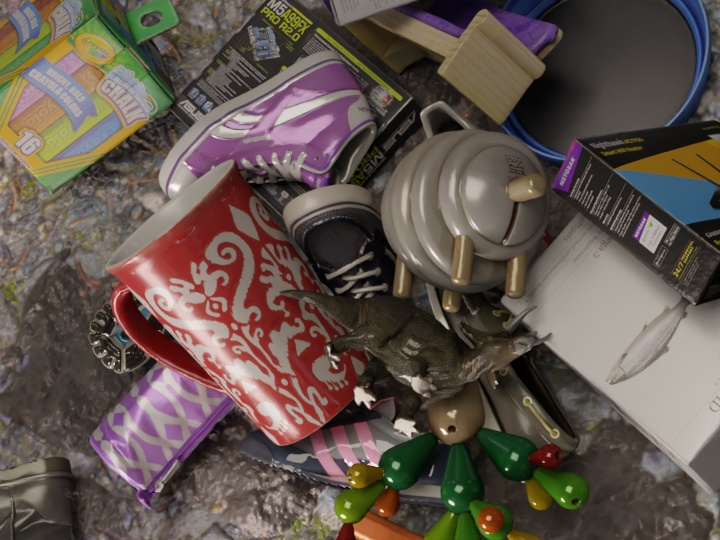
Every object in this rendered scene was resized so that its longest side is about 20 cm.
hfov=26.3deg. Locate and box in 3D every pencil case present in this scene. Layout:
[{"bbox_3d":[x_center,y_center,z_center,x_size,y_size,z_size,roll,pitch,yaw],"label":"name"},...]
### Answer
[{"bbox_3d":[-0.146,0.109,1.344,0.200,0.084,0.085,-48,51,-1],"label":"pencil case"}]

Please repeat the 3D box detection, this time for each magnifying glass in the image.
[{"bbox_3d":[0.073,0.239,1.240,0.199,0.022,0.080,22,80,26],"label":"magnifying glass"}]

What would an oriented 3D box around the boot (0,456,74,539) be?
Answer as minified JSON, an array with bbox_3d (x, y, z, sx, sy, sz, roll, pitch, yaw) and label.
[{"bbox_3d":[-0.315,0.281,1.368,0.181,0.073,0.201,-19,71,17],"label":"boot"}]

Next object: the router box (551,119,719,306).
[{"bbox_3d":[0.261,-0.049,1.172,0.149,0.199,0.051,42,124,30],"label":"router box"}]

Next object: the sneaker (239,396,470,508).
[{"bbox_3d":[-0.002,0.142,1.280,0.199,0.070,0.083,9,80,17],"label":"sneaker"}]

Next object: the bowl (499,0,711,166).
[{"bbox_3d":[0.204,-0.179,1.332,0.199,0.039,0.202,-8,67,20],"label":"bowl"}]

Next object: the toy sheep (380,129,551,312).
[{"bbox_3d":[0.082,-0.043,1.184,0.200,0.137,0.139,-12,60,56],"label":"toy sheep"}]

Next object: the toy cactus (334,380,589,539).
[{"bbox_3d":[0.069,0.146,1.181,0.199,0.102,0.166,-12,68,24],"label":"toy cactus"}]

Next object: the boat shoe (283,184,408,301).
[{"bbox_3d":[0.000,0.000,1.264,0.074,0.200,0.093,-24,70,12],"label":"boat shoe"}]

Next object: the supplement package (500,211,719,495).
[{"bbox_3d":[0.227,0.056,1.187,0.117,0.117,0.200,-48,60,0],"label":"supplement package"}]

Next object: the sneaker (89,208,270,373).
[{"bbox_3d":[-0.157,0.005,1.382,0.200,0.090,0.079,-41,87,12],"label":"sneaker"}]

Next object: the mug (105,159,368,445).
[{"bbox_3d":[-0.098,0.032,1.252,0.133,0.200,0.177,-45,13,-21],"label":"mug"}]

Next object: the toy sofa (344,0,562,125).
[{"bbox_3d":[0.076,-0.209,1.329,0.098,0.083,0.200,-53,34,2],"label":"toy sofa"}]

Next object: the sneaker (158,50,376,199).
[{"bbox_3d":[-0.079,-0.098,1.354,0.200,0.073,0.115,-34,65,9],"label":"sneaker"}]

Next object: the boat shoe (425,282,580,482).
[{"bbox_3d":[0.113,0.069,1.254,0.060,0.072,0.203,-32,68,21],"label":"boat shoe"}]

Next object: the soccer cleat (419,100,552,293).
[{"bbox_3d":[0.101,-0.060,1.289,0.068,0.085,0.201,-31,51,11],"label":"soccer cleat"}]

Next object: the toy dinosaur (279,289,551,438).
[{"bbox_3d":[0.033,0.059,1.170,0.199,0.077,0.102,18,38,22],"label":"toy dinosaur"}]

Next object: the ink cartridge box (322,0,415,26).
[{"bbox_3d":[0.050,-0.290,1.355,0.199,0.044,0.197,-20,29,-3],"label":"ink cartridge box"}]

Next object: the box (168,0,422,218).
[{"bbox_3d":[-0.060,-0.147,1.430,0.160,0.044,0.200,-47,60,0],"label":"box"}]

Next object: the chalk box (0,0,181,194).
[{"bbox_3d":[-0.262,-0.198,1.470,0.200,0.124,0.125,-37,37,7],"label":"chalk box"}]
